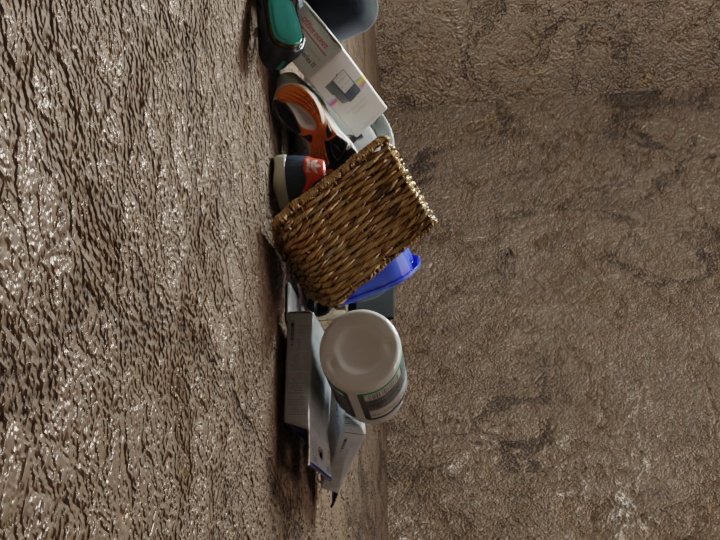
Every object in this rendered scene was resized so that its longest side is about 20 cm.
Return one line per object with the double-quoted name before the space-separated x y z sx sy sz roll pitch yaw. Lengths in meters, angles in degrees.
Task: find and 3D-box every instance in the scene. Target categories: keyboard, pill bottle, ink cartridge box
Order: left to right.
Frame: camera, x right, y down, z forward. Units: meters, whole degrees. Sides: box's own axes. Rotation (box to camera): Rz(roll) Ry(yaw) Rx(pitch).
"keyboard" -0.092 0.075 1.351 0.201 0.010 0.058 74 9 -70
"ink cartridge box" -0.072 0.182 1.253 0.200 0.040 0.205 72 17 -70
"ink cartridge box" -0.050 -0.293 1.267 0.118 0.067 0.200 55 7 34
"ink cartridge box" -0.040 0.241 1.438 0.202 0.040 0.202 -95 -162 -47
"pill bottle" 0.009 0.142 1.243 0.201 0.110 0.116 77 11 -65

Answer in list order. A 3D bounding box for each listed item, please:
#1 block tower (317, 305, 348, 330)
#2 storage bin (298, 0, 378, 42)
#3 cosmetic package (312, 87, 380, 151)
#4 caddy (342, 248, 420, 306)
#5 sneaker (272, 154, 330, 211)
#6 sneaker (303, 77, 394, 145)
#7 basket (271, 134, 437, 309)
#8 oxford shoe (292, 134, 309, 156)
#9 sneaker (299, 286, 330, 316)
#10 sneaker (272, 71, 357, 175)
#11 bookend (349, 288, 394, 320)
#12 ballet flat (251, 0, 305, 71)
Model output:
"block tower" -0.049 0.086 1.573 0.058 0.053 0.203 82 6 -50
"storage bin" -0.070 -0.445 1.290 0.135 0.143 0.202 57 -13 35
"cosmetic package" -0.021 -0.200 1.392 0.202 0.081 0.051 59 -17 19
"caddy" 0.000 0.000 1.461 0.142 0.196 0.107 -82 150 -70
"sneaker" -0.069 -0.097 1.274 0.201 0.082 0.077 75 13 -68
"sneaker" -0.018 -0.262 1.540 0.200 0.070 0.080 44 -12 6
"basket" -0.023 -0.073 1.202 0.150 0.199 0.142 55 -12 -19
"oxford shoe" -0.077 -0.166 1.374 0.075 0.057 0.204 -136 -151 -60
"sneaker" -0.027 -0.021 1.317 0.088 0.074 0.203 -108 -143 -56
"sneaker" -0.058 -0.203 1.286 0.201 0.075 0.093 58 13 -36
"bookend" 0.012 0.107 1.677 0.200 0.090 0.203 129 -36 -65
"ballet flat" -0.108 -0.332 1.123 0.074 0.071 0.204 79 4 -59
